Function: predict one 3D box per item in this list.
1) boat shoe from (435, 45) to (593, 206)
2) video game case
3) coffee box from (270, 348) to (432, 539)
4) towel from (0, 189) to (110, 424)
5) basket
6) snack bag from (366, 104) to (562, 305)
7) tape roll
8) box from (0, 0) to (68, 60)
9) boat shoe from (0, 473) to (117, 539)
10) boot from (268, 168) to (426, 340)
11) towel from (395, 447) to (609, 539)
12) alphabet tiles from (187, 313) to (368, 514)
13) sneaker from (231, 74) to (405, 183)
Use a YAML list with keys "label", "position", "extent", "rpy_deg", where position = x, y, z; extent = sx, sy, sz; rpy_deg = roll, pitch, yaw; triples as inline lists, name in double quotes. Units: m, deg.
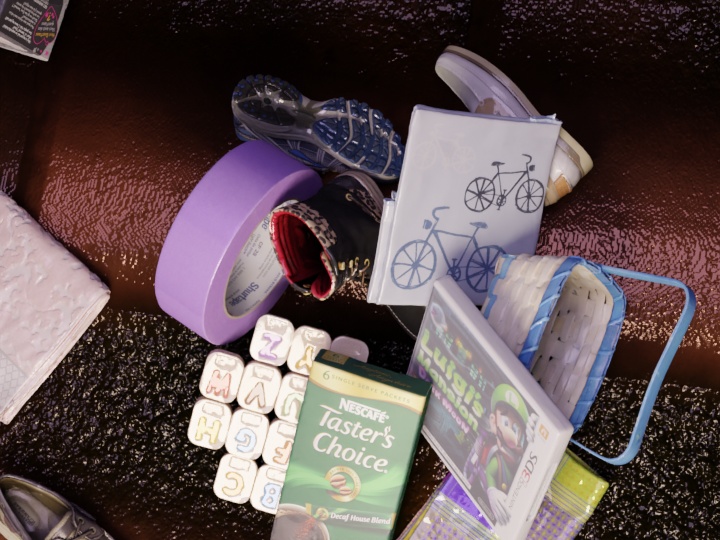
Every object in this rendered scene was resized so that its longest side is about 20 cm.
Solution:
- label: "boat shoe"
  position: [0.143, -0.150, 1.474]
  extent: [0.068, 0.075, 0.200]
  rpy_deg: [-45, 73, -5]
- label: "video game case"
  position: [0.112, 0.135, 1.359]
  extent: [0.023, 0.183, 0.201]
  rpy_deg: [-18, 53, -29]
- label: "coffee box"
  position: [-0.011, 0.189, 1.412]
  extent: [0.121, 0.044, 0.203]
  rpy_deg: [18, 107, 9]
- label: "towel"
  position: [-0.402, 0.035, 1.596]
  extent: [0.199, 0.032, 0.192]
  rpy_deg: [39, 90, 17]
- label: "basket"
  position: [0.207, 0.071, 1.367]
  extent: [0.199, 0.139, 0.178]
  rpy_deg: [21, 84, 46]
- label: "snack bag"
  position: [0.102, -0.061, 1.397]
  extent: [0.021, 0.186, 0.203]
  rpy_deg: [31, 115, 54]
- label: "tape roll"
  position: [-0.120, -0.028, 1.449]
  extent: [0.065, 0.200, 0.202]
  rpy_deg: [30, 87, 17]
- label: "box"
  position: [-0.446, -0.328, 1.630]
  extent: [0.198, 0.132, 0.116]
  rpy_deg: [20, 87, 17]
- label: "boat shoe"
  position: [-0.308, 0.279, 1.495]
  extent: [0.199, 0.065, 0.072]
  rpy_deg: [31, 59, 20]
- label: "boot"
  position: [0.000, 0.000, 1.425]
  extent: [0.073, 0.150, 0.202]
  rpy_deg: [-32, 86, 34]
- label: "towel"
  position: [0.136, 0.248, 1.420]
  extent: [0.143, 0.023, 0.201]
  rpy_deg: [38, 90, 19]
- label: "alphabet tiles"
  position: [-0.071, 0.152, 1.454]
  extent: [0.197, 0.015, 0.198]
  rpy_deg: [16, 98, -3]
- label: "sneaker"
  position: [-0.045, -0.140, 1.526]
  extent: [0.198, 0.085, 0.078]
  rpy_deg: [24, 59, -3]
